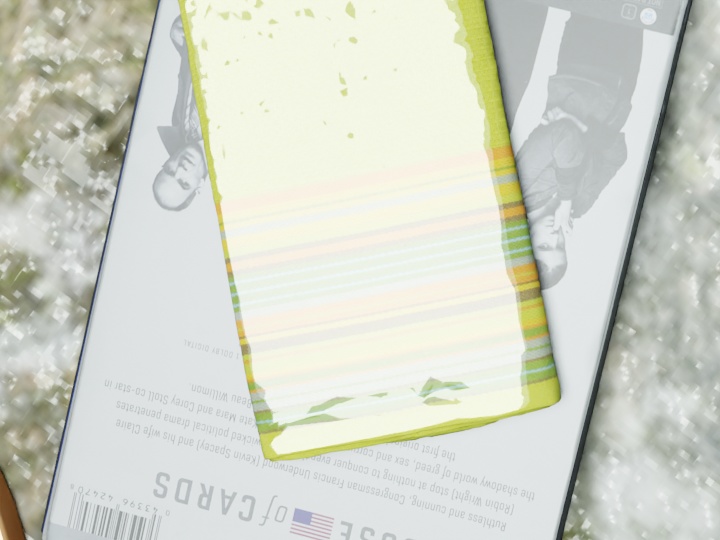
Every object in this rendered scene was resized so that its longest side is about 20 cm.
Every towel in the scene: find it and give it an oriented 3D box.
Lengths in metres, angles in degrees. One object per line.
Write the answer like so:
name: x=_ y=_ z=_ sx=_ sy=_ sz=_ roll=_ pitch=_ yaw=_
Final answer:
towel: x=-0.003 y=-0.052 z=0.761 sx=0.085 sy=0.018 sz=0.202 roll=-10 pitch=91 yaw=6

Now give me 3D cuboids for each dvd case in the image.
dvd case: x=0.000 y=0.000 z=0.784 sx=0.149 sy=0.025 sz=0.202 roll=15 pitch=98 yaw=9

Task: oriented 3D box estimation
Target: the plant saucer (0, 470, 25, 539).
plant saucer: x=-0.197 y=0.105 z=0.828 sx=0.199 sy=0.032 sz=0.202 roll=1 pitch=95 yaw=10
